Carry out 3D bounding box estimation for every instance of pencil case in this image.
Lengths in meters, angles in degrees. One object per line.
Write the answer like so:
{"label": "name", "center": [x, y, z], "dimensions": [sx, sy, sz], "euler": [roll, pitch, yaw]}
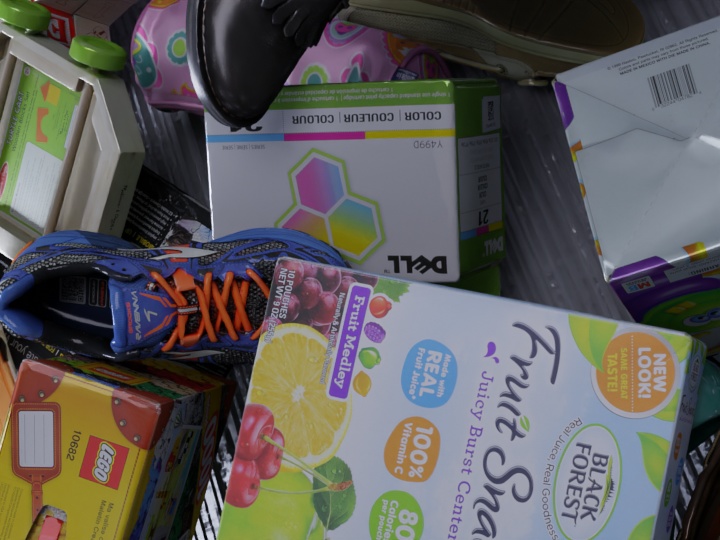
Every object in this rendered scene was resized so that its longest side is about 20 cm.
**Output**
{"label": "pencil case", "center": [-0.043, -0.114, 0.926], "dimensions": [0.198, 0.087, 0.088], "euler": [19, 80, 27]}

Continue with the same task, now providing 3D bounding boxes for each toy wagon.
{"label": "toy wagon", "center": [-0.213, -0.084, 0.933], "dimensions": [0.199, 0.039, 0.157], "euler": [30, 109, 31]}

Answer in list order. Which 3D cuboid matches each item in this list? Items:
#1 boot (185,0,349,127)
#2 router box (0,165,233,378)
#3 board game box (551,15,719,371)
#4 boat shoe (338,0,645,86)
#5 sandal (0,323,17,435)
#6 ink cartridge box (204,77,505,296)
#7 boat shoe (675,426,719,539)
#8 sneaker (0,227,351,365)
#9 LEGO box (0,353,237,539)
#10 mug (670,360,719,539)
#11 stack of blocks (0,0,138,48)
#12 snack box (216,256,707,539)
{"label": "boot", "center": [0.012, -0.154, 0.725], "dimensions": [0.173, 0.069, 0.202], "euler": [16, 82, 44]}
{"label": "router box", "center": [-0.159, 0.007, 0.954], "dimensions": [0.199, 0.051, 0.150], "euler": [33, 89, 30]}
{"label": "board game box", "center": [0.175, -0.023, 0.729], "dimensions": [0.104, 0.200, 0.104], "euler": [-18, 66, 16]}
{"label": "boat shoe", "center": [0.072, -0.146, 0.907], "dimensions": [0.199, 0.063, 0.074], "euler": [16, 53, 21]}
{"label": "sandal", "center": [-0.237, 0.052, 0.897], "dimensions": [0.079, 0.059, 0.208], "euler": [-29, 97, -14]}
{"label": "ink cartridge box", "center": [0.000, 0.000, 0.830], "dimensions": [0.146, 0.076, 0.203], "euler": [0, 97, 24]}
{"label": "boat shoe", "center": [0.160, 0.147, 0.685], "dimensions": [0.074, 0.075, 0.204], "euler": [11, 79, 41]}
{"label": "sneaker", "center": [-0.097, 0.020, 0.786], "dimensions": [0.198, 0.078, 0.076], "euler": [-2, 102, 12]}
{"label": "LEGO box", "center": [-0.144, 0.148, 0.811], "dimensions": [0.076, 0.149, 0.202], "euler": [17, 94, 10]}
{"label": "mug", "center": [0.093, 0.121, 0.758], "dimensions": [0.183, 0.114, 0.154], "euler": [0, 81, 23]}
{"label": "stack of blocks", "center": [-0.197, -0.181, 0.993], "dimensions": [0.199, 0.058, 0.116], "euler": [-32, 59, 37]}
{"label": "snack box", "center": [0.043, 0.081, 0.693], "dimensions": [0.198, 0.053, 0.144], "euler": [11, 87, 23]}
